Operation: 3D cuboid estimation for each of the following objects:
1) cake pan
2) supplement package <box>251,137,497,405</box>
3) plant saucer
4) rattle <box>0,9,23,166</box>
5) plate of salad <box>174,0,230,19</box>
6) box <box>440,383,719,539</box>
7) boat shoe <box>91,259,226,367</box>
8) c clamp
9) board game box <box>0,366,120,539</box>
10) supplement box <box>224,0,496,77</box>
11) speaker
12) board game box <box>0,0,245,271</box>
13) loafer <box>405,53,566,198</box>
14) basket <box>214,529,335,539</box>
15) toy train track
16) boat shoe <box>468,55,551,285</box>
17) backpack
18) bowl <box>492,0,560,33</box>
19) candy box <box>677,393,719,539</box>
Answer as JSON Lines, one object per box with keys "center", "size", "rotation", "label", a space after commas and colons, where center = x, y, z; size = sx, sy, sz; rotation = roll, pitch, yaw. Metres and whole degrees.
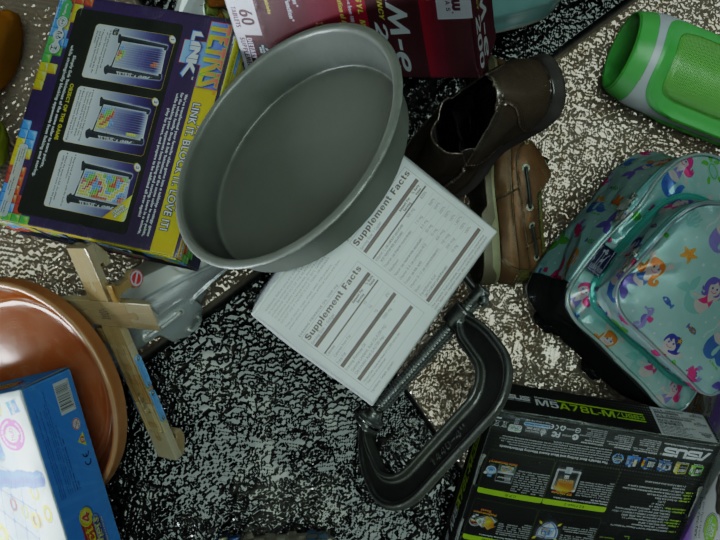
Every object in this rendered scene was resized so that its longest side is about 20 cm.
{"center": [-0.047, -0.084, 0.642], "size": [0.201, 0.200, 0.037], "rotation": [-53, 134, -2], "label": "cake pan"}
{"center": [0.000, 0.000, 0.726], "size": [0.110, 0.200, 0.156], "rotation": [37, 87, -5], "label": "supplement package"}
{"center": [-0.276, 0.103, 0.751], "size": [0.198, 0.032, 0.203], "rotation": [6, 108, 20], "label": "plant saucer"}
{"center": [-0.392, -0.141, 0.757], "size": [0.197, 0.130, 0.145], "rotation": [-10, 80, 22], "label": "rattle"}
{"center": [-0.070, -0.197, 0.794], "size": [0.197, 0.048, 0.203], "rotation": [0, 91, -6], "label": "plate of salad"}
{"center": [0.184, 0.201, 0.787], "size": [0.197, 0.048, 0.195], "rotation": [9, 119, -5], "label": "box"}
{"center": [-0.174, 0.032, 0.781], "size": [0.199, 0.072, 0.069], "rotation": [-34, 109, -7], "label": "boat shoe"}
{"center": [0.058, 0.099, 0.783], "size": [0.027, 0.171, 0.201], "rotation": [31, 101, -37], "label": "c clamp"}
{"center": [-0.295, 0.196, 0.728], "size": [0.194, 0.056, 0.203], "rotation": [-14, 95, 25], "label": "board game box"}
{"center": [-0.003, -0.207, 0.683], "size": [0.197, 0.110, 0.061], "rotation": [5, 46, 21], "label": "supplement box"}
{"center": [0.323, -0.161, 0.811], "size": [0.198, 0.088, 0.090], "rotation": [20, 89, -5], "label": "speaker"}
{"center": [-0.191, -0.115, 0.745], "size": [0.163, 0.057, 0.203], "rotation": [12, 80, 10], "label": "board game box"}
{"center": [0.079, -0.116, 0.740], "size": [0.070, 0.200, 0.074], "rotation": [-5, 70, -31], "label": "loafer"}
{"center": [-0.103, 0.310, 0.752], "size": [0.197, 0.139, 0.179], "rotation": [-10, 86, -11], "label": "basket"}
{"center": [-0.181, 0.064, 0.735], "size": [0.113, 0.033, 0.202], "rotation": [2, 120, 35], "label": "toy train track"}
{"center": [0.132, -0.088, 0.808], "size": [0.067, 0.072, 0.203], "rotation": [-3, 100, -10], "label": "boat shoe"}
{"center": [0.267, -0.001, 0.781], "size": [0.177, 0.150, 0.201], "rotation": [42, 78, -18], "label": "backpack"}
{"center": [0.097, -0.257, 0.750], "size": [0.198, 0.201, 0.106], "rotation": [-13, 112, -5], "label": "bowl"}
{"center": [0.331, 0.185, 0.760], "size": [0.071, 0.200, 0.170], "rotation": [15, 90, -5], "label": "candy box"}
